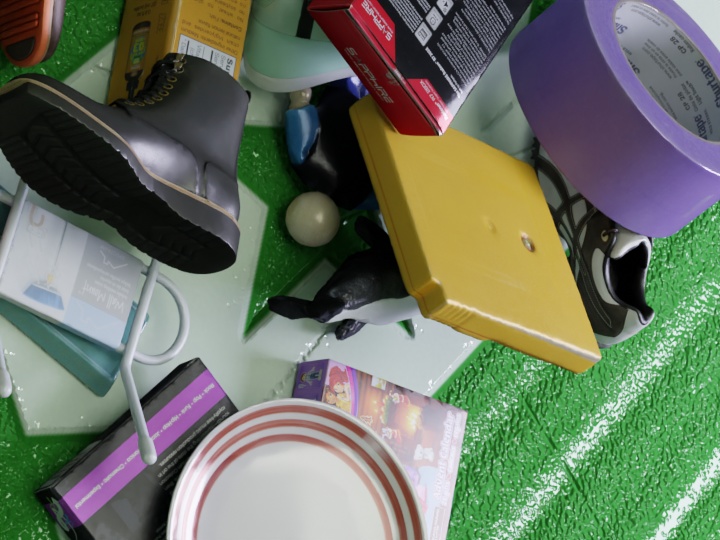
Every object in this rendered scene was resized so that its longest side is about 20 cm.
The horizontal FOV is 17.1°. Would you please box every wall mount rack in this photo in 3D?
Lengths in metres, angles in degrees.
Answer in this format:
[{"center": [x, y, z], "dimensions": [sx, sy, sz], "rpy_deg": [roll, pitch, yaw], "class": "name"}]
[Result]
[{"center": [-0.178, 0.025, 1.543], "dimensions": [0.200, 0.074, 0.175], "rpy_deg": [28, 64, -33], "class": "wall mount rack"}]

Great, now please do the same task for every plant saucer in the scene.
[{"center": [-0.219, -0.003, 1.576], "dimensions": [0.200, 0.019, 0.070], "rpy_deg": [43, 59, -27], "class": "plant saucer"}]

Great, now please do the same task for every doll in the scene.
[{"center": [0.003, -0.101, 1.754], "dimensions": [0.136, 0.048, 0.201], "rpy_deg": [39, 61, -22], "class": "doll"}]

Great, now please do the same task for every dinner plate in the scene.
[{"center": [-0.043, 0.186, 1.608], "dimensions": [0.199, 0.024, 0.201], "rpy_deg": [8, 74, -30], "class": "dinner plate"}]

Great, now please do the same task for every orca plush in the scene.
[{"center": [0.000, 0.000, 1.713], "dimensions": [0.200, 0.105, 0.071], "rpy_deg": [-14, 74, -49], "class": "orca plush"}]

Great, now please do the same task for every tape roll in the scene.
[{"center": [0.214, -0.131, 1.860], "dimensions": [0.200, 0.085, 0.201], "rpy_deg": [33, 35, -27], "class": "tape roll"}]

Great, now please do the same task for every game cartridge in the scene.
[{"center": [0.082, -0.024, 1.717], "dimensions": [0.200, 0.032, 0.177], "rpy_deg": [20, 44, -46], "class": "game cartridge"}]

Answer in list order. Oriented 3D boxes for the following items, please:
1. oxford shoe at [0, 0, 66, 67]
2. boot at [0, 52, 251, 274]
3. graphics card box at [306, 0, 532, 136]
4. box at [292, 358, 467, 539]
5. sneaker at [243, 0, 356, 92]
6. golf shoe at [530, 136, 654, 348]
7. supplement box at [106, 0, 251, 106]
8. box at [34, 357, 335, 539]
[{"center": [-0.198, -0.227, 1.591], "dimensions": [0.072, 0.071, 0.201], "rpy_deg": [16, 74, -43], "class": "oxford shoe"}, {"center": [-0.149, -0.102, 1.524], "dimensions": [0.200, 0.077, 0.139], "rpy_deg": [41, 45, -42], "class": "boot"}, {"center": [0.058, -0.206, 1.669], "dimensions": [0.126, 0.051, 0.200], "rpy_deg": [50, 61, -31], "class": "graphics card box"}, {"center": [0.001, 0.178, 1.721], "dimensions": [0.136, 0.039, 0.201], "rpy_deg": [22, 71, -35], "class": "box"}, {"center": [0.015, -0.199, 1.695], "dimensions": [0.200, 0.118, 0.074], "rpy_deg": [-19, 58, -19], "class": "sneaker"}, {"center": [0.192, -0.041, 1.879], "dimensions": [0.077, 0.094, 0.201], "rpy_deg": [-6, 86, -39], "class": "golf shoe"}, {"center": [-0.122, -0.163, 1.648], "dimensions": [0.069, 0.066, 0.201], "rpy_deg": [23, 70, -38], "class": "supplement box"}, {"center": [-0.104, 0.181, 1.608], "dimensions": [0.143, 0.036, 0.200], "rpy_deg": [-41, 99, -30], "class": "box"}]
